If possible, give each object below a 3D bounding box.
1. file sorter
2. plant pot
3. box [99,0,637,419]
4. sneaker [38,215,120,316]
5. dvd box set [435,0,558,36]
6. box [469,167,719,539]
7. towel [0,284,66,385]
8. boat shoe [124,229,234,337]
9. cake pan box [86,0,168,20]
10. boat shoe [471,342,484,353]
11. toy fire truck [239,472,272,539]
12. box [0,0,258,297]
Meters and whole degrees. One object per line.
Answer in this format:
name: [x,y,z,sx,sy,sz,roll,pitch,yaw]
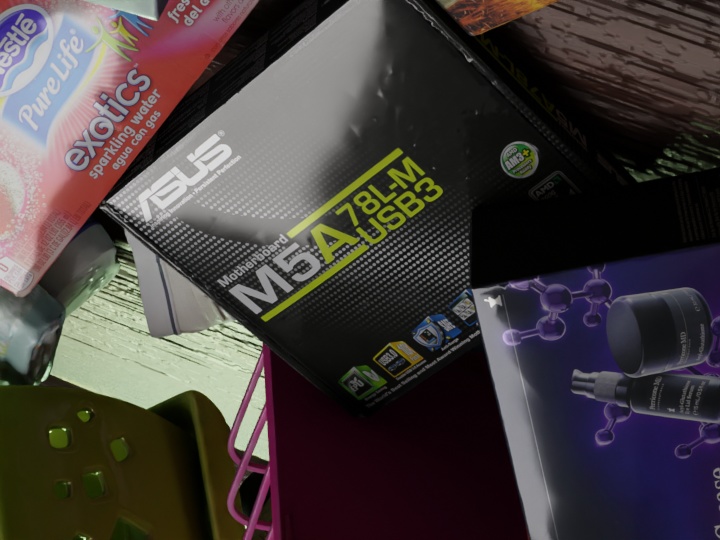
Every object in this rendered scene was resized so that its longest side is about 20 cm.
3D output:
file sorter: [0.000,0.141,0.993,0.138,0.201,0.126,12,125,-15]
plant pot: [-0.180,0.181,1.129,0.180,0.202,0.199,-4,166,-34]
box: [0.006,-0.038,0.892,0.199,0.048,0.193,-35,121,26]
sneaker: [-0.227,-0.036,1.138,0.147,0.081,0.200,47,162,0]
dvd box set: [0.069,-0.177,0.723,0.146,0.030,0.199,42,147,-25]
box: [0.139,0.062,0.874,0.140,0.079,0.201,-9,119,12]
towel: [-0.264,0.014,1.101,0.170,0.048,0.200,34,156,-1]
boat shoe: [-0.101,-0.028,1.059,0.069,0.071,0.201,-5,142,-2]
cake pan box: [-0.055,-0.217,0.605,0.052,0.185,0.201,18,148,5]
boat shoe: [0.000,0.000,0.998,0.199,0.085,0.069,33,153,-7]
toy fire truck: [-0.010,0.211,1.255,0.200,0.177,0.128,41,172,-38]
box: [-0.132,-0.102,0.827,0.095,0.100,0.200,35,111,-17]
